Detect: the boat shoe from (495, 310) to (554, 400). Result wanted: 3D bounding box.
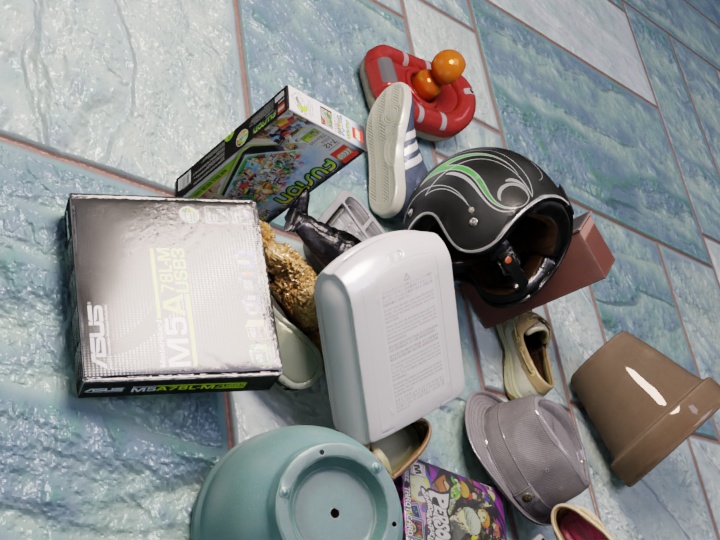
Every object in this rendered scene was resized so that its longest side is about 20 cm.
[{"bbox_3d":[0.239,0.096,1.486,0.074,0.066,0.201,23,48,-37],"label":"boat shoe"}]

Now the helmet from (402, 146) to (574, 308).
[{"bbox_3d":[0.156,-0.064,1.356,0.199,0.201,0.190,10,19,-45],"label":"helmet"}]

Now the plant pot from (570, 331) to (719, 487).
[{"bbox_3d":[0.409,0.187,1.537,0.175,0.200,0.200,49,34,17],"label":"plant pot"}]

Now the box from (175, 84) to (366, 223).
[{"bbox_3d":[-0.100,-0.114,1.139,0.110,0.200,0.035,23,48,-37],"label":"box"}]

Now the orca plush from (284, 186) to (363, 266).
[{"bbox_3d":[0.008,-0.021,1.170,0.200,0.071,0.105,48,24,-17],"label":"orca plush"}]

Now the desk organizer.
[{"bbox_3d":[0.243,0.002,1.450,0.077,0.199,0.072,58,33,-8],"label":"desk organizer"}]

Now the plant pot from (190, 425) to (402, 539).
[{"bbox_3d":[-0.041,0.230,0.958,0.199,0.134,0.201,10,64,-21],"label":"plant pot"}]

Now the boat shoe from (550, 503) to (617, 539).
[{"bbox_3d":[0.287,0.354,1.229,0.069,0.074,0.200,37,9,-45],"label":"boat shoe"}]

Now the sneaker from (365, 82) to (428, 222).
[{"bbox_3d":[0.059,-0.159,1.451,0.084,0.075,0.201,20,68,-42],"label":"sneaker"}]

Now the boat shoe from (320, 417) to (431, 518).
[{"bbox_3d":[0.000,0.207,1.106,0.200,0.074,0.076,-32,82,-40],"label":"boat shoe"}]

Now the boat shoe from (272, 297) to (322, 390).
[{"bbox_3d":[-0.122,0.046,1.120,0.072,0.061,0.201,-40,95,-19],"label":"boat shoe"}]

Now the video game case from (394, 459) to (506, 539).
[{"bbox_3d":[0.103,0.327,1.191,0.181,0.036,0.201,28,46,-36],"label":"video game case"}]

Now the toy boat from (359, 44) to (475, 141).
[{"bbox_3d":[0.103,-0.277,1.547,0.199,0.131,0.131,9,58,-45],"label":"toy boat"}]

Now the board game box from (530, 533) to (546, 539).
[{"bbox_3d":[0.236,0.413,1.194,0.200,0.035,0.126,52,31,12],"label":"board game box"}]

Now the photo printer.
[{"bbox_3d":[0.032,0.062,1.109,0.166,0.069,0.201,-23,112,-39],"label":"photo printer"}]

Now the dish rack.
[{"bbox_3d":[0.000,0.000,1.273,0.172,0.043,0.200,52,22,-8],"label":"dish rack"}]

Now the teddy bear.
[{"bbox_3d":[-0.062,0.023,1.156,0.067,0.145,0.200,-36,70,-15],"label":"teddy bear"}]

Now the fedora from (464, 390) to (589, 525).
[{"bbox_3d":[0.227,0.225,1.335,0.200,0.090,0.177,53,25,-12],"label":"fedora"}]

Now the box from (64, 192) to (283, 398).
[{"bbox_3d":[-0.185,0.021,1.023,0.192,0.048,0.201,2,62,-26],"label":"box"}]
